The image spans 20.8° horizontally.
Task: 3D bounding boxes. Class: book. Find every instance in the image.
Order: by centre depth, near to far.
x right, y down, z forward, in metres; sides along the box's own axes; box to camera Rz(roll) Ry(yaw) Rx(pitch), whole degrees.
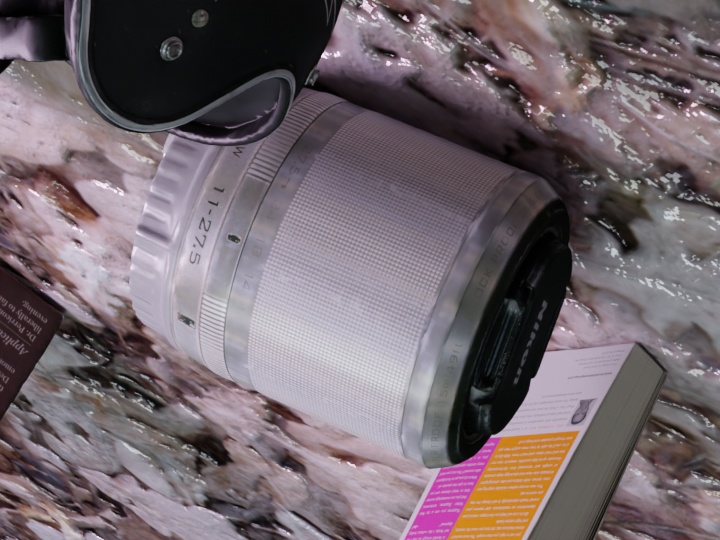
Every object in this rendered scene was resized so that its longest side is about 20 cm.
[{"bbox_3d":[0.083,0.134,1.139,0.048,0.201,0.133,42,153,-25],"label":"book"}]

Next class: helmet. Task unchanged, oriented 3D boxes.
[{"bbox_3d":[-0.097,-0.145,0.834,0.199,0.190,0.202,14,112,37],"label":"helmet"}]

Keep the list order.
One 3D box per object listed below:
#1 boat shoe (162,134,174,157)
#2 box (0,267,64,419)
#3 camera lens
[{"bbox_3d":[-0.091,-0.026,1.182,0.068,0.075,0.200,14,152,20],"label":"boat shoe"},{"bbox_3d":[-0.370,0.075,1.528,0.166,0.201,0.164,41,154,-20],"label":"box"},{"bbox_3d":[0.000,0.000,1.030,0.199,0.161,0.160,22,154,17],"label":"camera lens"}]
